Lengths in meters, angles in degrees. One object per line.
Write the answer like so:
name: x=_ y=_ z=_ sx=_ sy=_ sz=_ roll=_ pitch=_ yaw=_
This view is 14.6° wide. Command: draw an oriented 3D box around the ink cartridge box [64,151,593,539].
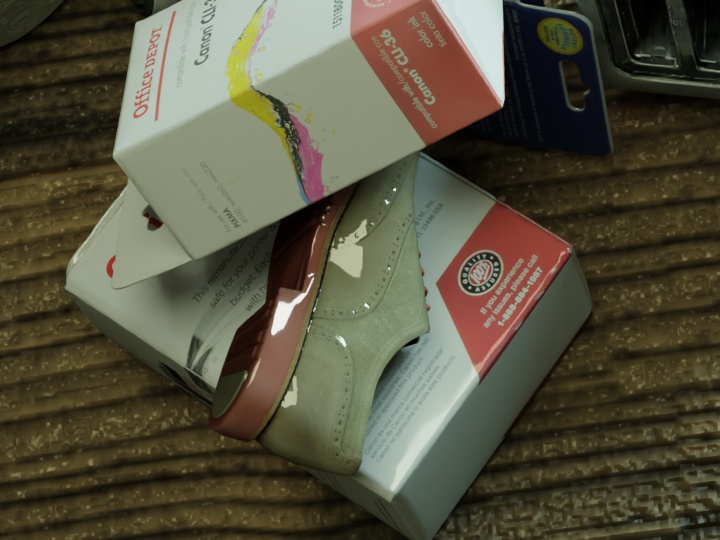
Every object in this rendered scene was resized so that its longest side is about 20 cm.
ink cartridge box: x=-0.014 y=0.011 z=1.318 sx=0.200 sy=0.083 sz=0.147 roll=32 pitch=78 yaw=23

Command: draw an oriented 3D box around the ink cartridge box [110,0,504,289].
ink cartridge box: x=-0.039 y=-0.082 z=1.231 sx=0.200 sy=0.068 sz=0.117 roll=-26 pitch=30 yaw=18

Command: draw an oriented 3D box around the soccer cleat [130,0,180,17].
soccer cleat: x=-0.107 y=-0.220 z=1.450 sx=0.073 sy=0.068 sz=0.200 roll=-12 pitch=61 yaw=-16

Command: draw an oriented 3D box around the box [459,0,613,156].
box: x=0.024 y=-0.113 z=1.336 sx=0.199 sy=0.121 sz=0.032 roll=13 pitch=62 yaw=18

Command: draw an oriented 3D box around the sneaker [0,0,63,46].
sneaker: x=-0.239 y=-0.150 z=1.439 sx=0.200 sy=0.077 sz=0.111 roll=-37 pitch=74 yaw=5

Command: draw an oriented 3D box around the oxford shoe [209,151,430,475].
oxford shoe: x=0.000 y=0.000 z=1.249 sx=0.075 sy=0.070 sz=0.200 roll=29 pitch=67 yaw=-12

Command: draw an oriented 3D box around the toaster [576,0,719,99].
toaster: x=0.195 y=-0.156 z=1.270 sx=0.180 sy=0.200 sz=0.119 roll=7 pitch=66 yaw=16
